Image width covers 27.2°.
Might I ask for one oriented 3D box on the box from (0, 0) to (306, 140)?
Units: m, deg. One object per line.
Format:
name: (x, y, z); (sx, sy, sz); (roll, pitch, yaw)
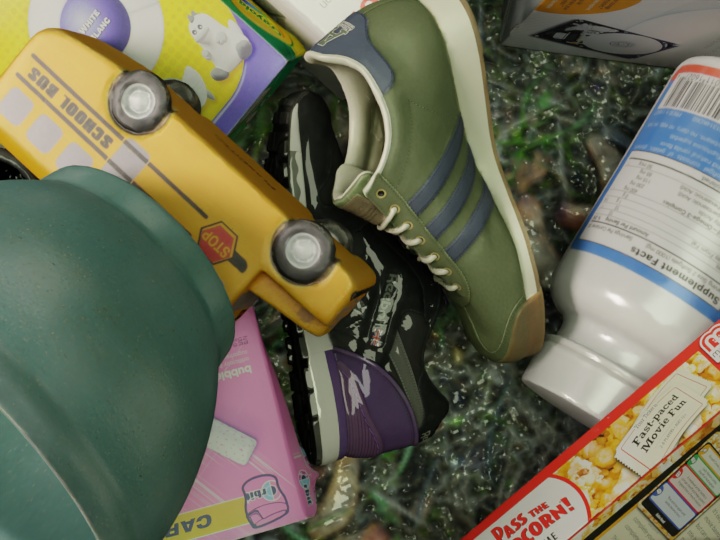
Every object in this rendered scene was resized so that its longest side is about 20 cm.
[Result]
box: (-0.141, -0.139, 0.790); (0.200, 0.048, 0.117); (42, 109, 0)

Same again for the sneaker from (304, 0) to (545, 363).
sneaker: (0.027, -0.039, 0.760); (0.090, 0.067, 0.201); (-19, 103, -20)

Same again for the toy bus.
toy bus: (-0.088, -0.038, 0.736); (0.200, 0.065, 0.078); (42, 98, 5)

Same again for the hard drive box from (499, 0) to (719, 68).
hard drive box: (0.190, -0.162, 0.802); (0.199, 0.156, 0.077); (6, 85, -6)

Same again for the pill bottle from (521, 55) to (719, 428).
pill bottle: (0.172, -0.005, 0.807); (0.112, 0.112, 0.200); (32, 86, -3)

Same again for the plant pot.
plant pot: (-0.141, 0.038, 0.669); (0.200, 0.200, 0.134); (45, 59, -2)

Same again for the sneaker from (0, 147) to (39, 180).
sneaker: (-0.238, -0.002, 0.762); (0.200, 0.099, 0.071); (-38, 92, -8)

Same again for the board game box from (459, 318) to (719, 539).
board game box: (0.156, 0.138, 0.771); (0.200, 0.046, 0.152); (-40, 128, 1)

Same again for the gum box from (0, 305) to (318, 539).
gum box: (-0.128, 0.098, 0.781); (0.199, 0.066, 0.114); (-15, 84, -8)

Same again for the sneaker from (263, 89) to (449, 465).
sneaker: (0.000, 0.000, 0.811); (0.087, 0.076, 0.201); (-8, 96, -12)

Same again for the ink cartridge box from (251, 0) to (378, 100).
ink cartridge box: (-0.030, -0.215, 0.813); (0.200, 0.084, 0.146); (41, 82, -3)
